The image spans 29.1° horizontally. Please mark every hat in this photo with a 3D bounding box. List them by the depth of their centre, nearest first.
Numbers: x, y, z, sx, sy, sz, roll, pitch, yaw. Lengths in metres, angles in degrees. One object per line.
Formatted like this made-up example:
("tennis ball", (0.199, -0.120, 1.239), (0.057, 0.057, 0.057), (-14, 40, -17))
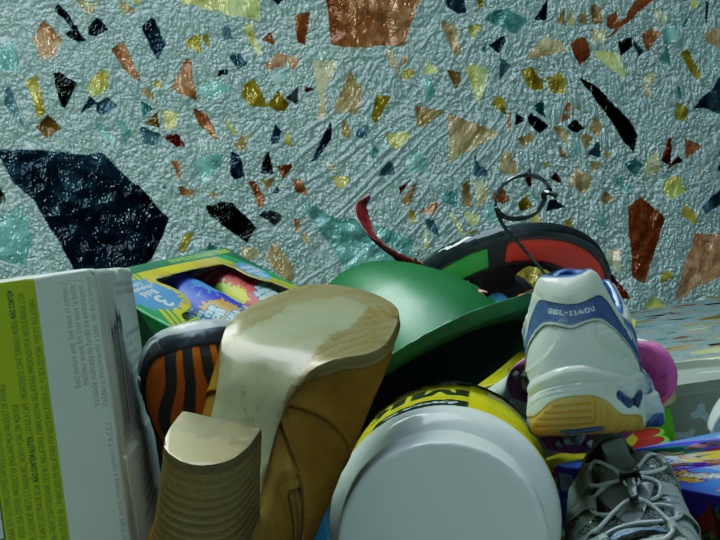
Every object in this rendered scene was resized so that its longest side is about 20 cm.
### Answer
("hat", (0.000, 0.000, 0.867), (0.165, 0.177, 0.200), (-21, -20, -24))

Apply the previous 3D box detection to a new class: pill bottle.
("pill bottle", (0.044, 0.120, 0.707), (0.113, 0.115, 0.200), (-8, 0, 4))

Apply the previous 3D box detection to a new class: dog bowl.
("dog bowl", (0.283, 0.116, 1.209), (0.199, 0.059, 0.200), (-7, 0, 0))

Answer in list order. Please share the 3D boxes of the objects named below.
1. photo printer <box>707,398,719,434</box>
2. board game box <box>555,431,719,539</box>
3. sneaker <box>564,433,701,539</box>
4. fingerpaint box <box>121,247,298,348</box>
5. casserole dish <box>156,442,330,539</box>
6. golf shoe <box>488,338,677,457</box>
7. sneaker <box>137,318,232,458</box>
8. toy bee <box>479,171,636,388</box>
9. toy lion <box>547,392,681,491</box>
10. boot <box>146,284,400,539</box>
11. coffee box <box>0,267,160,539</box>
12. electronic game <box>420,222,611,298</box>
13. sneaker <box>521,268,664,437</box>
("photo printer", (0.345, 0.101, 0.959), (0.199, 0.070, 0.166), (-8, 0, 29))
("board game box", (0.220, 0.131, 0.804), (0.134, 0.045, 0.200), (-8, 0, -19))
("sneaker", (0.126, 0.125, 0.682), (0.074, 0.083, 0.200), (-8, 0, 1))
("fingerpaint box", (-0.085, 0.057, 0.967), (0.166, 0.074, 0.200), (28, 16, 18))
("casserole dish", (-0.084, 0.141, 0.893), (0.120, 0.039, 0.200), (19, 16, -15))
("golf shoe", (0.124, 0.089, 0.924), (0.199, 0.076, 0.091), (-26, -3, 30))
("sneaker", (-0.063, 0.116, 0.696), (0.077, 0.113, 0.201), (-9, -38, 0))
("toy bee", (0.129, 0.048, 0.990), (0.131, 0.109, 0.200), (-33, -44, 4))
("toy lion", (0.143, 0.139, 1.028), (0.199, 0.069, 0.191), (-8, 7, 37))
("boot", (-0.041, 0.102, 0.630), (0.070, 0.145, 0.201), (14, 27, 17))
("coffee box", (-0.201, 0.110, 0.671), (0.196, 0.202, 0.200), (-8, 0, -5))
("electronic game", (0.100, 0.036, 1.075), (0.199, 0.042, 0.201), (-13, -38, -10))
("sneaker", (0.127, 0.044, 0.758), (0.075, 0.089, 0.200), (-5, -7, 8))
